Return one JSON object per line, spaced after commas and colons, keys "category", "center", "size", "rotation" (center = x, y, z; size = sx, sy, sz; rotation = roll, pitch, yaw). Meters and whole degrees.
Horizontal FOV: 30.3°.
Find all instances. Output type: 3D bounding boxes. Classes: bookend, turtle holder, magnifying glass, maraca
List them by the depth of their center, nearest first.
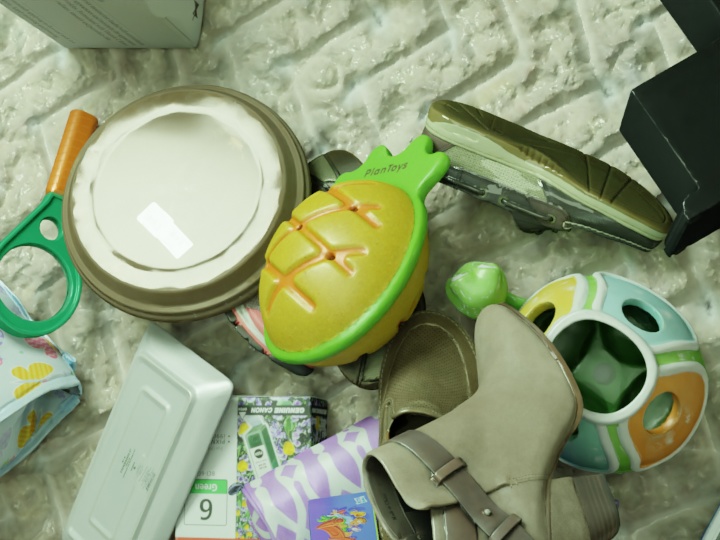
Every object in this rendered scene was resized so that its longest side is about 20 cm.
{"category": "turtle holder", "center": [0.161, 0.055, 0.939], "size": [0.141, 0.132, 0.186], "rotation": [-29, 77, 9]}
{"category": "bookend", "center": [0.255, -0.150, 0.944], "size": [0.200, 0.092, 0.199], "rotation": [-31, 74, -4]}
{"category": "maraca", "center": [-0.004, -0.017, 0.952], "size": [0.137, 0.107, 0.200], "rotation": [-5, 49, 43]}
{"category": "magnifying glass", "center": [-0.252, -0.040, 1.083], "size": [0.022, 0.079, 0.201], "rotation": [-19, 52, 53]}

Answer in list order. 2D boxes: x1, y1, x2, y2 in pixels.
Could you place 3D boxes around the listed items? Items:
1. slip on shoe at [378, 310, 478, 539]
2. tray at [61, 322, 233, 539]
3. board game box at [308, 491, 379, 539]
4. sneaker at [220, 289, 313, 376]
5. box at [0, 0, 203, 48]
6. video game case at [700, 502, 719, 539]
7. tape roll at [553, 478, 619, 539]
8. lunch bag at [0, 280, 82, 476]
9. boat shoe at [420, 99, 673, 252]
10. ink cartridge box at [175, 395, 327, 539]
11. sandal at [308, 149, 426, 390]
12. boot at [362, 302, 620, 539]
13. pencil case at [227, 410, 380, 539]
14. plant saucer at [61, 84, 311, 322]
{"category": "slip on shoe", "center": [0.043, 0.104, 0.891], "size": [0.076, 0.061, 0.201], "rotation": [2, 54, 10]}
{"category": "tray", "center": [-0.174, 0.151, 1.031], "size": [0.107, 0.022, 0.201], "rotation": [31, 103, 35]}
{"category": "board game box", "center": [0.002, 0.268, 0.874], "size": [0.045, 0.135, 0.201], "rotation": [-7, 117, -1]}
{"category": "sneaker", "center": [-0.078, -0.013, 1.040], "size": [0.087, 0.074, 0.200], "rotation": [-33, 75, 6]}
{"category": "box", "center": [-0.211, -0.298, 1.048], "size": [0.130, 0.199, 0.201], "rotation": [2, 82, 14]}
{"category": "video game case", "center": [0.294, 0.276, 0.918], "size": [0.181, 0.045, 0.200], "rotation": [29, 90, 17]}
{"category": "tape roll", "center": [0.105, 0.237, 0.892], "size": [0.085, 0.200, 0.201], "rotation": [18, 87, 15]}
{"category": "lunch bag", "center": [-0.344, 0.096, 1.064], "size": [0.200, 0.127, 0.170], "rotation": [-39, 75, -23]}
{"category": "boat shoe", "center": [0.134, -0.061, 1.000], "size": [0.200, 0.072, 0.066], "rotation": [27, 118, 4]}
{"category": "ink cartridge box", "center": [-0.085, 0.197, 1.022], "size": [0.109, 0.050, 0.201], "rotation": [-1, 81, 14]}
{"category": "sandal", "center": [0.000, 0.000, 1.033], "size": [0.081, 0.055, 0.201], "rotation": [-23, 63, 4]}
{"category": "boot", "center": [0.068, 0.109, 0.816], "size": [0.146, 0.070, 0.200], "rotation": [-6, 51, -28]}
{"category": "pencil case", "center": [0.011, 0.148, 0.958], "size": [0.199, 0.086, 0.084], "rotation": [-26, 80, -9]}
{"category": "plant saucer", "center": [-0.137, -0.058, 1.023], "size": [0.199, 0.029, 0.201], "rotation": [-3, 69, 7]}
